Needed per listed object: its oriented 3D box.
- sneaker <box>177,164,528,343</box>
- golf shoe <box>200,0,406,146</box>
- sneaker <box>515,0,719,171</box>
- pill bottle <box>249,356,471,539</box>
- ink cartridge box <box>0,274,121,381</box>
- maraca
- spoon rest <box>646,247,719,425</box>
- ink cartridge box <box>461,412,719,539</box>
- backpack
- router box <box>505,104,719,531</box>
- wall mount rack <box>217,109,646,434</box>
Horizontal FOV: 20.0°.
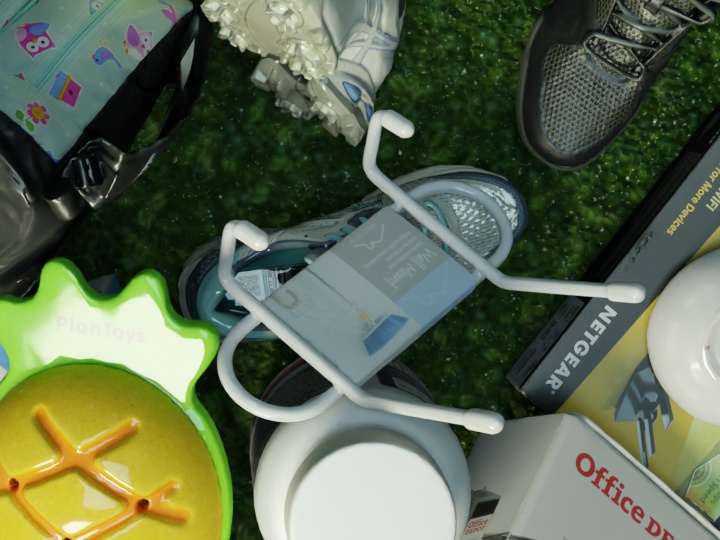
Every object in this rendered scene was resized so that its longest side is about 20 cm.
[{"bbox_3d":[0.000,0.000,1.102,0.199,0.086,0.078,-19,98,-3],"label":"sneaker"},{"bbox_3d":[-0.021,-0.141,1.038,0.078,0.200,0.098,29,83,13],"label":"golf shoe"},{"bbox_3d":[0.152,-0.143,1.088,0.076,0.114,0.200,35,94,-6],"label":"sneaker"},{"bbox_3d":[-0.001,0.107,1.057,0.110,0.200,0.112,0,97,-4],"label":"pill bottle"},{"bbox_3d":[-0.163,0.124,1.103,0.146,0.086,0.201,-23,97,-2],"label":"ink cartridge box"},{"bbox_3d":[-0.128,0.091,0.997,0.136,0.107,0.201,6,111,5],"label":"maraca"},{"bbox_3d":[0.247,0.010,1.095,0.199,0.061,0.100,-33,98,13],"label":"spoon rest"},{"bbox_3d":[0.097,0.198,1.082,0.147,0.083,0.201,40,62,-22],"label":"ink cartridge box"},{"bbox_3d":[-0.164,-0.089,1.028,0.126,0.167,0.200,41,51,-12],"label":"backpack"},{"bbox_3d":[0.204,0.034,1.142,0.157,0.052,0.200,37,92,-8],"label":"router box"},{"bbox_3d":[0.031,0.011,1.003,0.173,0.075,0.200,39,54,18],"label":"wall mount rack"}]
